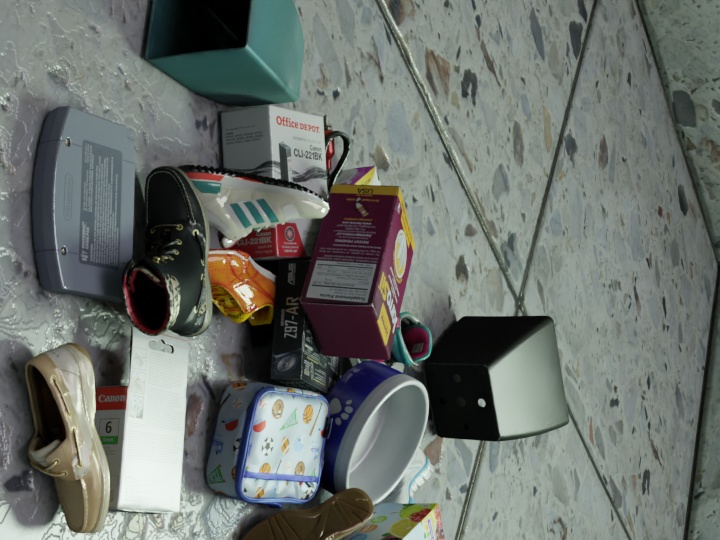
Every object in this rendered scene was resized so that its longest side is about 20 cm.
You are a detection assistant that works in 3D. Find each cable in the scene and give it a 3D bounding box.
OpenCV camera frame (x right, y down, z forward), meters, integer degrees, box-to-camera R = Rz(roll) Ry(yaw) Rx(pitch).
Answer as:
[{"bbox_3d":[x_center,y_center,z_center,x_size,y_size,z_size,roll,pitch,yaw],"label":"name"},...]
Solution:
[{"bbox_3d":[-0.057,-0.125,1.730,0.050,0.096,0.202,-126,-153,-72],"label":"cable"}]

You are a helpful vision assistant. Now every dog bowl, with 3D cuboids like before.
[{"bbox_3d":[0.011,0.234,1.719,0.200,0.078,0.202,-37,140,-40],"label":"dog bowl"}]

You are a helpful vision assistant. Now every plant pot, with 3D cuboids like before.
[{"bbox_3d":[-0.155,-0.294,1.526,0.200,0.140,0.143,38,53,-62],"label":"plant pot"},{"bbox_3d":[0.223,0.198,2.085,0.177,0.198,0.202,-21,104,-49],"label":"plant pot"}]

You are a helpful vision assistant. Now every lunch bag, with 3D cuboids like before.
[{"bbox_3d":[-0.114,0.231,1.567,0.200,0.075,0.162,21,76,-57],"label":"lunch bag"}]

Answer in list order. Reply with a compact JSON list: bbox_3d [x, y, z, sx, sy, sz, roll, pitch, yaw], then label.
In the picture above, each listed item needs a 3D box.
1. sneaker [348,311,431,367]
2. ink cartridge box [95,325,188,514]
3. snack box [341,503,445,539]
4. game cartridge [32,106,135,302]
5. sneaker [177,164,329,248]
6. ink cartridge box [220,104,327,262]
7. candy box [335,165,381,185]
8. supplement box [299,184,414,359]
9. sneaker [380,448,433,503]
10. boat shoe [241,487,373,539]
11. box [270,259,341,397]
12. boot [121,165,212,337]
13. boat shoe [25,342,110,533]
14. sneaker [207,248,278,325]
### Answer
[{"bbox_3d":[0.050,0.122,1.809,0.201,0.119,0.084,69,24,-56],"label":"sneaker"},{"bbox_3d":[-0.250,0.172,1.362,0.109,0.050,0.202,24,64,-58],"label":"ink cartridge box"},{"bbox_3d":[0.000,0.390,1.659,0.200,0.167,0.068,-25,105,-58],"label":"snack box"},{"bbox_3d":[-0.303,-0.072,1.319,0.133,0.040,0.202,18,70,-63],"label":"game cartridge"},{"bbox_3d":[-0.140,-0.072,1.500,0.198,0.070,0.094,10,99,-17],"label":"sneaker"},{"bbox_3d":[-0.113,-0.114,1.619,0.144,0.083,0.202,0,86,-61],"label":"ink cartridge box"},{"bbox_3d":[-0.002,-0.041,1.833,0.136,0.061,0.202,-46,125,-53],"label":"candy box"},{"bbox_3d":[0.000,0.000,1.615,0.131,0.102,0.201,72,26,-52],"label":"supplement box"},{"bbox_3d":[0.049,0.323,1.873,0.087,0.074,0.200,67,25,-16],"label":"sneaker"},{"bbox_3d":[-0.074,0.354,1.599,0.199,0.065,0.072,-14,65,-31],"label":"boat shoe"},{"bbox_3d":[-0.069,0.087,1.656,0.200,0.043,0.162,44,47,-71],"label":"box"},{"bbox_3d":[-0.223,-0.022,1.364,0.154,0.073,0.206,-5,86,-81],"label":"boot"},{"bbox_3d":[-0.311,0.179,1.240,0.069,0.073,0.202,-12,95,-49],"label":"boat shoe"},{"bbox_3d":[-0.160,0.022,1.522,0.200,0.072,0.078,31,55,-56],"label":"sneaker"}]
